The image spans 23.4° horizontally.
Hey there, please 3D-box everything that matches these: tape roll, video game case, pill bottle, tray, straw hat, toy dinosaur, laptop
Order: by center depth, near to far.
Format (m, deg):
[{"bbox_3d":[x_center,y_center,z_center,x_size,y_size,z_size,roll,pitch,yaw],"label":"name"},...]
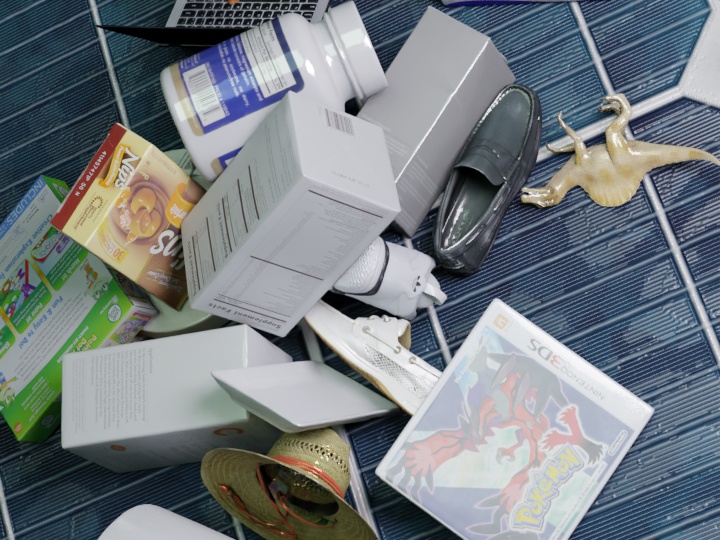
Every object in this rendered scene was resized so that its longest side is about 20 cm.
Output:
[{"bbox_3d":[0.142,0.158,1.609,0.182,0.023,0.201,35,87,9],"label":"video game case"},{"bbox_3d":[-0.051,0.189,1.625,0.200,0.202,0.085,17,59,24],"label":"straw hat"},{"bbox_3d":[-0.051,0.121,1.632,0.107,0.200,0.022,27,103,26],"label":"tray"},{"bbox_3d":[-0.080,-0.176,1.668,0.199,0.120,0.120,-23,66,3],"label":"pill bottle"},{"bbox_3d":[0.249,-0.115,1.681,0.198,0.058,0.102,-14,83,23],"label":"toy dinosaur"},{"bbox_3d":[-0.140,-0.288,1.809,0.186,0.116,0.201,5,57,23],"label":"laptop"},{"bbox_3d":[-0.190,-0.028,1.816,0.201,0.037,0.205,-6,71,18],"label":"tape roll"}]

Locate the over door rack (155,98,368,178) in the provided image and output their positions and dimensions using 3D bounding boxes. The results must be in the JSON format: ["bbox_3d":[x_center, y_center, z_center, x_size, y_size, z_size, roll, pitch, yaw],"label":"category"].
[{"bbox_3d":[-0.104,-0.151,1.780,0.198,0.067,0.148,13,55,25],"label":"over door rack"}]

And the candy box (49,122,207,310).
[{"bbox_3d":[-0.206,-0.048,1.696,0.055,0.200,0.116,32,85,27],"label":"candy box"}]

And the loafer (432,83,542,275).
[{"bbox_3d":[0.124,-0.093,1.701,0.068,0.070,0.202,19,80,24],"label":"loafer"}]

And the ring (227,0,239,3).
[{"bbox_3d":[-0.112,-0.317,1.826,0.199,0.201,0.019,3,118,21],"label":"ring"}]

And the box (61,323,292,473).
[{"bbox_3d":[-0.177,0.129,1.710,0.198,0.124,0.098,-9,69,17],"label":"box"}]

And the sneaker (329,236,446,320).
[{"bbox_3d":[0.000,0.000,1.716,0.199,0.114,0.076,15,83,60],"label":"sneaker"}]

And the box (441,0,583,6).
[{"bbox_3d":[0.165,-0.381,1.763,0.182,0.105,0.202,1,73,21],"label":"box"}]

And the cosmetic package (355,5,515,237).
[{"bbox_3d":[0.060,-0.146,1.724,0.090,0.107,0.201,29,82,26],"label":"cosmetic package"}]

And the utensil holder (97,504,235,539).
[{"bbox_3d":[-0.145,0.324,1.612,0.199,0.170,0.171,21,81,28],"label":"utensil holder"}]

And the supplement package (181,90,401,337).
[{"bbox_3d":[-0.070,-0.049,1.629,0.200,0.113,0.110,-46,39,34],"label":"supplement package"}]

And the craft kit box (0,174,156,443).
[{"bbox_3d":[-0.332,0.040,1.819,0.200,0.048,0.198,-47,60,16],"label":"craft kit box"}]

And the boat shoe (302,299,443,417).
[{"bbox_3d":[0.024,0.076,1.686,0.200,0.071,0.069,38,88,17],"label":"boat shoe"}]
